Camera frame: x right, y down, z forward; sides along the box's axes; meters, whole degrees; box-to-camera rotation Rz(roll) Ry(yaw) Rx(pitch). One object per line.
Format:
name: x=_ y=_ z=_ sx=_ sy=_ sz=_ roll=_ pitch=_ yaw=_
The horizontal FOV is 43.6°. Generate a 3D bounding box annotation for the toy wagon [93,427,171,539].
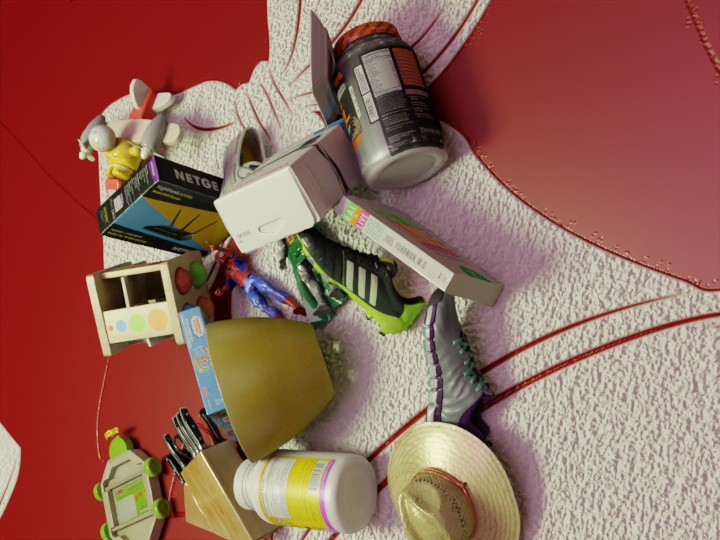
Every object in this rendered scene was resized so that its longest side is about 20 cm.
toy wagon: x=-0.388 y=0.364 z=1.520 sx=0.154 sy=0.039 sz=0.203 roll=-28 pitch=68 yaw=32

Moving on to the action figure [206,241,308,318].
action figure: x=-0.176 y=0.022 z=1.360 sx=0.199 sy=0.098 sz=0.066 roll=39 pitch=107 yaw=36

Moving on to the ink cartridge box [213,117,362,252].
ink cartridge box: x=-0.085 y=-0.120 z=1.231 sx=0.143 sy=0.200 sz=0.085 roll=-20 pitch=108 yaw=33

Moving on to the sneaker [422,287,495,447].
sneaker: x=0.130 y=0.121 z=1.130 sx=0.086 sy=0.074 sz=0.203 roll=3 pitch=103 yaw=27

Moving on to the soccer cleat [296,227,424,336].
soccer cleat: x=0.000 y=0.000 z=1.200 sx=0.200 sy=0.068 sz=0.081 roll=43 pitch=102 yaw=-11

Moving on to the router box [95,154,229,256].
router box: x=-0.280 y=-0.092 z=1.381 sx=0.149 sy=0.199 sz=0.052 roll=-36 pitch=60 yaw=29

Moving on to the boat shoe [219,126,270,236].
boat shoe: x=-0.161 y=-0.137 z=1.349 sx=0.086 sy=0.074 sz=0.204 roll=-46 pitch=37 yaw=40

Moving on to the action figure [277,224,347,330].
action figure: x=-0.084 y=-0.028 z=1.322 sx=0.118 sy=0.054 sz=0.201 roll=-48 pitch=56 yaw=27

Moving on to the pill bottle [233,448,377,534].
pill bottle: x=-0.081 y=0.303 z=1.250 sx=0.198 sy=0.104 sz=0.106 roll=-5 pitch=82 yaw=37

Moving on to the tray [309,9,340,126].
tray: x=-0.047 y=-0.272 z=1.246 sx=0.022 sy=0.200 sz=0.109 roll=-1 pitch=83 yaw=5

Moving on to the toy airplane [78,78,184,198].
toy airplane: x=-0.392 y=-0.226 z=1.519 sx=0.200 sy=0.140 sz=0.201 roll=-44 pitch=61 yaw=26

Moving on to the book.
book: x=0.072 y=-0.024 z=1.147 sx=0.199 sy=0.133 sz=0.048 roll=37 pitch=102 yaw=33

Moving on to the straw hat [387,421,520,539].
straw hat: x=0.093 y=0.294 z=1.096 sx=0.199 sy=0.085 sz=0.204 roll=11 pitch=109 yaw=34

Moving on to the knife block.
knife block: x=-0.213 y=0.299 z=1.353 sx=0.198 sy=0.064 sz=0.179 roll=9 pitch=104 yaw=38

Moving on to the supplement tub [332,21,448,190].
supplement tub: x=0.034 y=-0.221 z=1.204 sx=0.122 sy=0.122 sz=0.203 roll=-28 pitch=68 yaw=31

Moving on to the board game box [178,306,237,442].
board game box: x=-0.211 y=0.156 z=1.318 sx=0.036 sy=0.200 sz=0.153 roll=-18 pitch=70 yaw=-6

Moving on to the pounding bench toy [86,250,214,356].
pounding bench toy: x=-0.304 y=0.040 z=1.426 sx=0.154 sy=0.200 sz=0.126 roll=-9 pitch=98 yaw=14

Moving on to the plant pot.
plant pot: x=-0.116 y=0.147 z=1.256 sx=0.140 sy=0.200 sz=0.202 roll=-18 pitch=71 yaw=-3
